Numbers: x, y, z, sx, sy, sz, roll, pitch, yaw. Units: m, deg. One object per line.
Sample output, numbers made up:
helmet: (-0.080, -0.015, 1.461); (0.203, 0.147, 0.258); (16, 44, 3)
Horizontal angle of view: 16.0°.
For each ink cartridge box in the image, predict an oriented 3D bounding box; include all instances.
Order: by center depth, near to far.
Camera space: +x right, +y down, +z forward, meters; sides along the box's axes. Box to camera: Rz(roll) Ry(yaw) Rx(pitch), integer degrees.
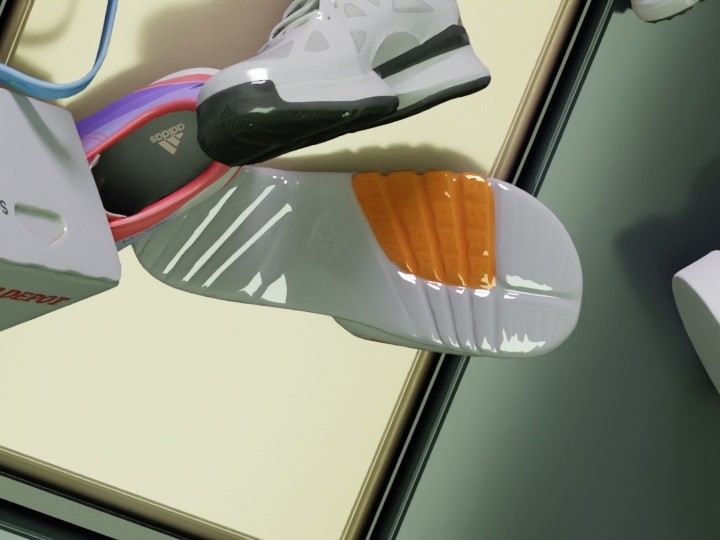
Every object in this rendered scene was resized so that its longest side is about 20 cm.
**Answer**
ink cartridge box: (-0.218, -0.005, 1.038); (0.199, 0.147, 0.083); (-20, 79, 16)

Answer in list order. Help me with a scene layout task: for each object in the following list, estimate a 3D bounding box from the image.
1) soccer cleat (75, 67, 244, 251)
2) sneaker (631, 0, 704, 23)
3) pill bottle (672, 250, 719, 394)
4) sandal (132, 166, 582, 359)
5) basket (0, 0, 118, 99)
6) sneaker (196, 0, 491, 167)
soccer cleat: (-0.135, -0.025, 1.116); (0.199, 0.073, 0.068); (-29, 96, 5)
sneaker: (0.181, -0.203, 1.148); (0.200, 0.074, 0.080); (-43, 102, -1)
pill bottle: (0.250, -0.005, 1.173); (0.199, 0.116, 0.116); (-29, 103, -3)
sandal: (0.001, -0.008, 1.164); (0.206, 0.059, 0.080); (10, 82, 9)
basket: (-0.168, -0.185, 1.046); (0.176, 0.139, 0.201); (18, 77, -13)
sneaker: (-0.022, -0.114, 1.087); (0.075, 0.200, 0.116); (-19, 91, 30)
